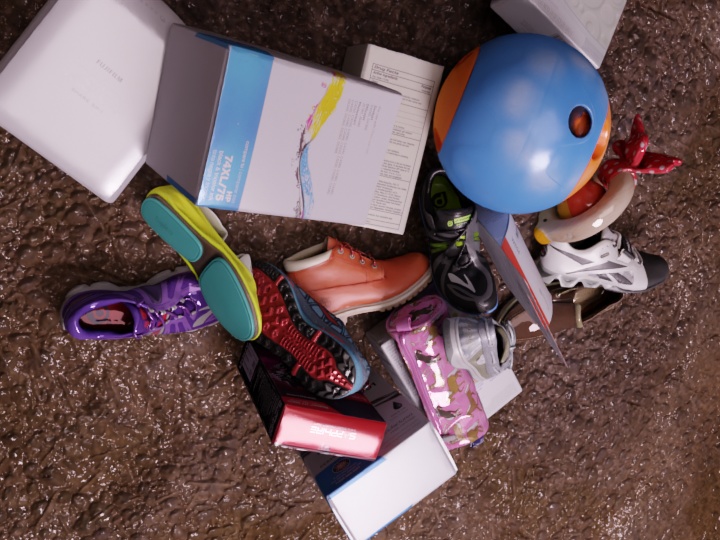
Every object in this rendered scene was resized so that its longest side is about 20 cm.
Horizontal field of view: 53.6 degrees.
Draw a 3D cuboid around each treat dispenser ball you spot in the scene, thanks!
[{"bbox_3d":[0.182,-0.167,0.819,0.199,0.201,0.203,-6,106,-21],"label":"treat dispenser ball"}]

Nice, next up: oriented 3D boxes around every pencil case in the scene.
[{"bbox_3d":[0.097,0.130,0.897,0.082,0.087,0.202,-21,110,1],"label":"pencil case"}]

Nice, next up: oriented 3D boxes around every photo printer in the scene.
[{"bbox_3d":[-0.265,-0.197,0.734,0.166,0.069,0.201,39,87,-26],"label":"photo printer"}]

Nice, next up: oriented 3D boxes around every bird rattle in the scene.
[{"bbox_3d":[0.303,-0.099,0.922,0.113,0.199,0.164,49,55,-31],"label":"bird rattle"}]

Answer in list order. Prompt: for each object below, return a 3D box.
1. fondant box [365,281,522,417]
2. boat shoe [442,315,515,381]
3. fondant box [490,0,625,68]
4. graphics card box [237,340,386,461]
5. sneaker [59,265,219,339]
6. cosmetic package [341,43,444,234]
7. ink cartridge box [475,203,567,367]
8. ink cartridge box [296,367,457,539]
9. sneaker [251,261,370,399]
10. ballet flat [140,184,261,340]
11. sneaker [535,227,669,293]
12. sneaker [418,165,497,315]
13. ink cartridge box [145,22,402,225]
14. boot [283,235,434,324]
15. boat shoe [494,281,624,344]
[{"bbox_3d":[0.118,0.127,0.983,0.144,0.058,0.201,-35,115,-10],"label":"fondant box"},{"bbox_3d":[0.158,0.091,0.872,0.202,0.064,0.075,29,53,-60],"label":"boat shoe"},{"bbox_3d":[0.260,-0.364,0.875,0.144,0.058,0.202,32,73,-25],"label":"fondant box"},{"bbox_3d":[-0.063,0.144,0.834,0.124,0.200,0.051,15,100,-24],"label":"graphics card box"},{"bbox_3d":[-0.232,0.050,0.805,0.198,0.083,0.082,-11,108,-22],"label":"sneaker"},{"bbox_3d":[0.017,-0.155,0.850,0.102,0.087,0.202,11,101,-22],"label":"cosmetic package"},{"bbox_3d":[0.208,0.001,0.897,0.057,0.200,0.163,-34,123,1],"label":"ink cartridge box"},{"bbox_3d":[0.004,0.218,0.880,0.146,0.200,0.086,-33,113,-12],"label":"ink cartridge box"},{"bbox_3d":[-0.066,0.072,0.827,0.079,0.200,0.095,-47,157,12],"label":"sneaker"},{"bbox_3d":[-0.162,-0.016,0.799,0.201,0.067,0.067,52,37,0],"label":"ballet flat"},{"bbox_3d":[0.350,-0.023,0.996,0.198,0.074,0.089,1,124,-13],"label":"sneaker"},{"bbox_3d":[0.114,-0.038,0.876,0.070,0.083,0.202,-15,70,0],"label":"sneaker"},{"bbox_3d":[-0.089,-0.145,0.728,0.198,0.146,0.147,4,110,-37],"label":"ink cartridge box"},{"bbox_3d":[0.000,0.000,0.895,0.198,0.075,0.108,-19,105,-15],"label":"boot"},{"bbox_3d":[0.289,0.053,1.022,0.201,0.075,0.075,-25,112,-14],"label":"boat shoe"}]
